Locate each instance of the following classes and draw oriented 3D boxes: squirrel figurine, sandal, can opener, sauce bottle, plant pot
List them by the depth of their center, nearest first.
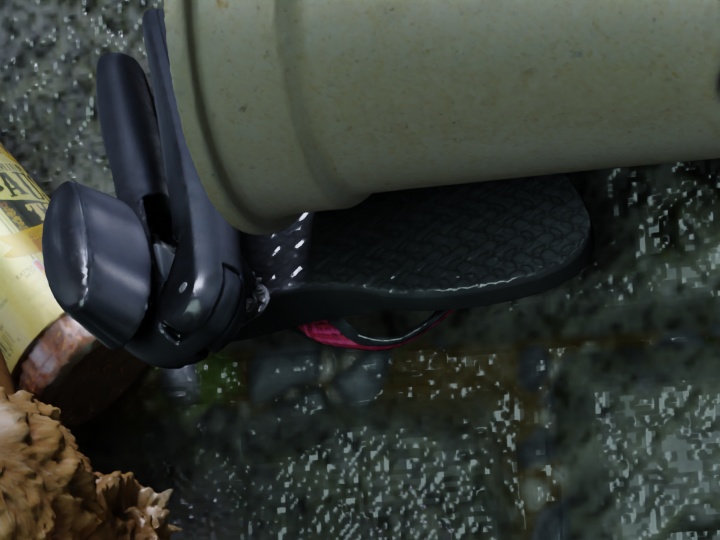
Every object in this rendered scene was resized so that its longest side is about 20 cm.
[{"bbox_3d":[0.051,-0.109,0.924,0.183,0.200,0.202,2,87,17],"label":"plant pot"},{"bbox_3d":[0.000,0.000,1.008,0.199,0.045,0.075,-10,44,27],"label":"sandal"},{"bbox_3d":[-0.074,-0.037,1.008,0.063,0.079,0.200,-31,34,20],"label":"can opener"},{"bbox_3d":[-0.168,0.101,1.012,0.199,0.142,0.187,24,141,22],"label":"squirrel figurine"},{"bbox_3d":[-0.164,-0.024,1.091,0.066,0.066,0.200,-49,68,16],"label":"sauce bottle"}]
